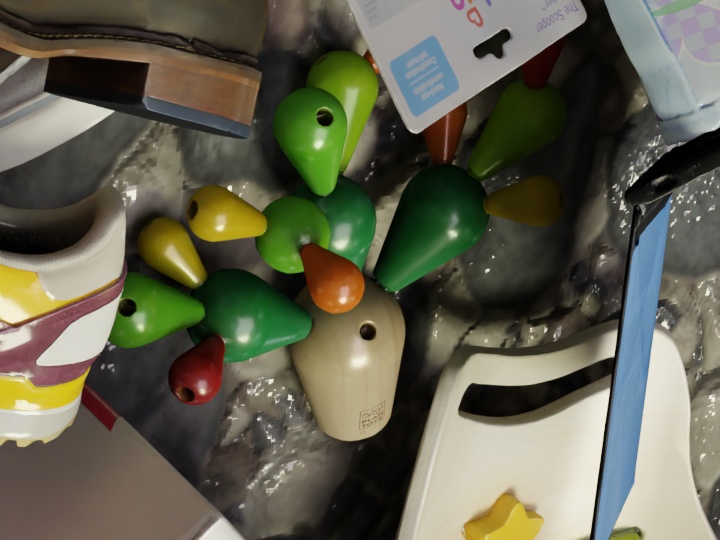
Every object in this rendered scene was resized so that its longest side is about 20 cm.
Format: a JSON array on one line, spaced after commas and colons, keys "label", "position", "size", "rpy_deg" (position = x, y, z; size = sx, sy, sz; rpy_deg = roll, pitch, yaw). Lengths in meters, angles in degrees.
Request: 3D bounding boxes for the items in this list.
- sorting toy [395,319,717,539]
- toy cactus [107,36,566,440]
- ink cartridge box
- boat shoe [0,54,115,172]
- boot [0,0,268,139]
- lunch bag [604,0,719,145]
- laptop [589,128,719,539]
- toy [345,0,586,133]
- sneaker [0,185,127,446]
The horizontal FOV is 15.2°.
[{"label": "sorting toy", "position": [0.070, 0.111, 1.105], "size": [0.199, 0.107, 0.181], "rpy_deg": [-7, 113, -36]}, {"label": "toy cactus", "position": [0.000, 0.000, 0.990], "size": [0.200, 0.102, 0.165], "rpy_deg": [-37, 143, -26]}, {"label": "ink cartridge box", "position": [-0.070, 0.132, 0.967], "size": [0.084, 0.145, 0.200], "rpy_deg": [-43, 134, -9]}, {"label": "boat shoe", "position": [-0.070, -0.115, 0.881], "size": [0.201, 0.070, 0.072], "rpy_deg": [-42, 112, -6]}, {"label": "boot", "position": [-0.097, -0.107, 0.780], "size": [0.200, 0.074, 0.097], "rpy_deg": [18, 86, -51]}, {"label": "lunch bag", "position": [0.146, -0.155, 0.939], "size": [0.200, 0.127, 0.170], "rpy_deg": [-29, 94, -28]}, {"label": "laptop", "position": [0.153, 0.002, 0.979], "size": [0.199, 0.187, 0.116], "rpy_deg": [-27, 91, 12]}, {"label": "toy", "position": [0.016, -0.157, 0.839], "size": [0.115, 0.047, 0.201], "rpy_deg": [-35, 100, -48]}, {"label": "sneaker", "position": [-0.170, -0.007, 0.835], "size": [0.199, 0.075, 0.090], "rpy_deg": [8, 118, -27]}]
